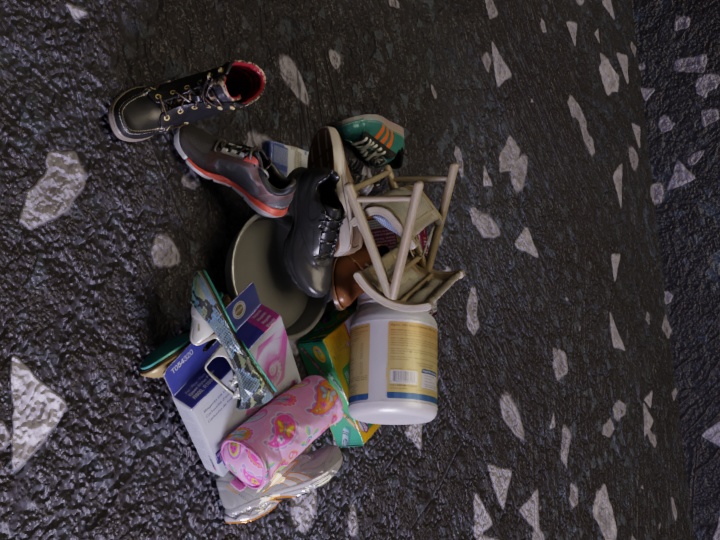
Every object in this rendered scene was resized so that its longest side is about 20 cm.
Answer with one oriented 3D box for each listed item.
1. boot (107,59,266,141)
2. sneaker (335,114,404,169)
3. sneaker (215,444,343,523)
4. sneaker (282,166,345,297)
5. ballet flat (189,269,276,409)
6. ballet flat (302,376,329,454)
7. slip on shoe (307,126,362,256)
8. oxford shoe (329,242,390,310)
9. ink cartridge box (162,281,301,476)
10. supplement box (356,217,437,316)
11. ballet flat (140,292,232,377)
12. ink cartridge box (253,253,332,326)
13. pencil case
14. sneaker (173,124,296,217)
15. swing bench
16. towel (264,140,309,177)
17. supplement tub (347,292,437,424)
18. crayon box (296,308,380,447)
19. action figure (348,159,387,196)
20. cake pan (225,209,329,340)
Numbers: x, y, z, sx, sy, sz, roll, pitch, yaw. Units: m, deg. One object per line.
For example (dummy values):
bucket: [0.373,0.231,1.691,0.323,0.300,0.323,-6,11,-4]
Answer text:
boot: [-0.237,-0.237,1.388,0.200,0.150,0.073,-27,104,-55]
sneaker: [0.026,-0.234,1.843,0.200,0.071,0.080,5,74,-57]
sneaker: [-0.118,0.287,1.455,0.200,0.076,0.092,-23,93,-28]
sneaker: [-0.065,-0.060,1.501,0.076,0.091,0.201,-4,89,-46]
ballet flat: [-0.185,0.097,1.319,0.200,0.074,0.074,60,37,-6]
ballet flat: [-0.099,0.240,1.553,0.067,0.068,0.201,35,52,-27]
slip on shoe: [-0.033,-0.123,1.562,0.060,0.076,0.201,-7,87,-39]
oxford shoe: [0.000,0.000,1.615,0.200,0.071,0.072,-59,134,-59]
ink cartridge box: [-0.171,0.153,1.403,0.196,0.043,0.200,-49,142,-34]
supplement box: [0.056,-0.011,1.758,0.103,0.130,0.201,0,83,-78]
ballet flat: [-0.227,0.103,1.391,0.063,0.068,0.200,62,38,-18]
ink cartridge box: [-0.100,0.013,1.611,0.200,0.050,0.109,-31,108,-44]
pencil case: [-0.110,0.228,1.417,0.200,0.087,0.088,-37,112,-46]
sneaker: [-0.175,-0.163,1.467,0.200,0.082,0.077,33,41,-9]
swing bench: [0.073,-0.055,1.562,0.199,0.129,0.201,-34,122,-65]
towel: [-0.093,-0.131,1.687,0.200,0.024,0.148,11,75,-52]
supplement tub: [0.053,0.141,1.620,0.145,0.144,0.201,23,64,-51]
crayon box: [-0.022,0.179,1.682,0.119,0.058,0.201,-40,115,-52]
action figure: [-0.038,-0.133,1.650,0.200,0.119,0.102,-39,155,-53]
cake pan: [-0.127,0.006,1.517,0.200,0.037,0.201,8,79,-46]
